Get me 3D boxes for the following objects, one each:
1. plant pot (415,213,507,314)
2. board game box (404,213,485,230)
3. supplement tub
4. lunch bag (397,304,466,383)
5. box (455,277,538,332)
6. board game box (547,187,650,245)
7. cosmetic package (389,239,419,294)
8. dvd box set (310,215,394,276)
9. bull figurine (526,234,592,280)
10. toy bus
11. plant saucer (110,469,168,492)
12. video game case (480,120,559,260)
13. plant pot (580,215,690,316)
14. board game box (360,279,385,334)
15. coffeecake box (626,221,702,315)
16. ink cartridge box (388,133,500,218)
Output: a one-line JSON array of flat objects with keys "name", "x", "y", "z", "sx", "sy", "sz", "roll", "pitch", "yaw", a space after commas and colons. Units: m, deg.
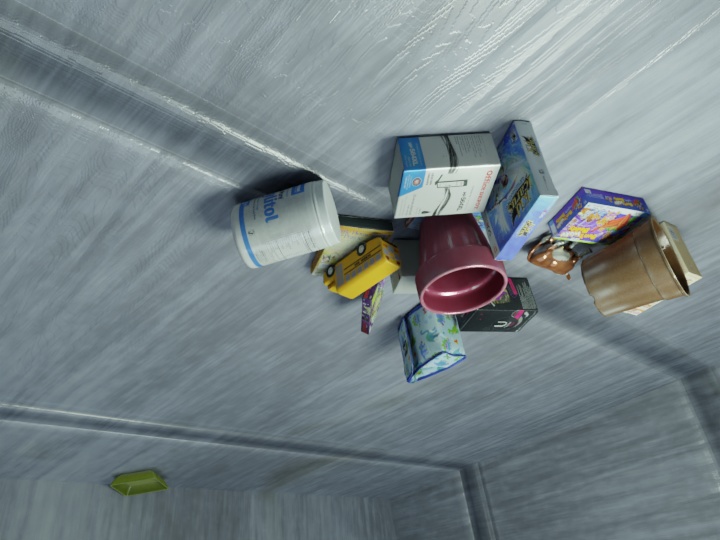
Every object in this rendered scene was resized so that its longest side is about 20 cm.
[{"name": "plant pot", "x": 0.206, "y": -0.031, "z": 1.310, "sx": 0.193, "sy": 0.184, "sz": 0.202, "roll": -6, "pitch": 148, "yaw": -4}, {"name": "board game box", "x": 0.208, "y": -0.117, "z": 1.367, "sx": 0.195, "sy": 0.020, "sz": 0.103, "roll": 9, "pitch": 144, "yaw": -28}, {"name": "supplement tub", "x": -0.147, "y": -0.092, "z": 1.195, "sx": 0.194, "sy": 0.135, "sz": 0.133, "roll": -16, "pitch": 148, "yaw": 7}, {"name": "lunch bag", "x": 0.184, "y": 0.205, "z": 1.712, "sx": 0.125, "sy": 0.175, "sz": 0.199, "roll": 14, "pitch": 143, "yaw": -34}, {"name": "box", "x": 0.370, "y": 0.096, "z": 1.659, "sx": 0.193, "sy": 0.109, "sz": 0.123, "roll": 2, "pitch": 146, "yaw": -18}, {"name": "board game box", "x": 0.571, "y": -0.125, "z": 1.437, "sx": 0.194, "sy": 0.046, "sz": 0.135, "roll": 5, "pitch": 144, "yaw": -23}, {"name": "cosmetic package", "x": 0.168, "y": -0.009, "z": 1.440, "sx": 0.193, "sy": 0.110, "sz": 0.091, "roll": -1, "pitch": 148, "yaw": -12}, {"name": "dvd box set", "x": -0.023, "y": -0.049, "z": 1.391, "sx": 0.142, "sy": 0.030, "sz": 0.201, "roll": 3, "pitch": 146, "yaw": -21}, {"name": "bull figurine", "x": 0.514, "y": -0.037, "z": 1.539, "sx": 0.195, "sy": 0.066, "sz": 0.122, "roll": 8, "pitch": 137, "yaw": -37}, {"name": "toy bus", "x": 0.000, "y": 0.000, "z": 1.369, "sx": 0.064, "sy": 0.080, "sz": 0.198, "roll": 21, "pitch": 137, "yaw": -41}, {"name": "plant saucer", "x": -0.947, "y": 0.910, "z": 2.579, "sx": 0.193, "sy": 0.049, "sz": 0.202, "roll": -8, "pitch": 147, "yaw": -4}, {"name": "video game case", "x": 0.299, "y": -0.153, "z": 1.183, "sx": 0.044, "sy": 0.186, "sz": 0.202, "roll": 0, "pitch": 147, "yaw": -16}, {"name": "plant pot", "x": 0.656, "y": 0.005, "z": 1.451, "sx": 0.195, "sy": 0.206, "sz": 0.198, "roll": -28, "pitch": 144, "yaw": 32}, {"name": "board game box", "x": 0.033, "y": 0.064, "z": 1.490, "sx": 0.031, "sy": 0.122, "sz": 0.202, "roll": 21, "pitch": 153, "yaw": 11}, {"name": "coffeecake box", "x": 0.762, "y": -0.002, "z": 1.578, "sx": 0.071, "sy": 0.157, "sz": 0.200, "roll": 12, "pitch": 142, "yaw": -32}, {"name": "ink cartridge box", "x": 0.162, "y": -0.186, "z": 1.186, "sx": 0.193, "sy": 0.086, "sz": 0.148, "roll": -5, "pitch": 147, "yaw": -8}]
